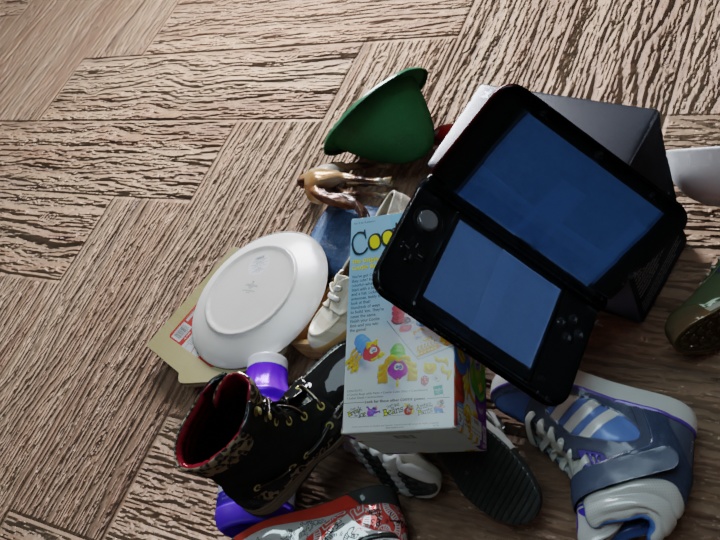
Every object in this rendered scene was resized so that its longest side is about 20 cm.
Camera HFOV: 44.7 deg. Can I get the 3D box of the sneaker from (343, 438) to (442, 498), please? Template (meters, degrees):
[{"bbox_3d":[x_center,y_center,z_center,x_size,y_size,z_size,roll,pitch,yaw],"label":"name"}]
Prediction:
[{"bbox_3d":[0.016,0.161,0.909,0.081,0.075,0.200,-42,46,-20],"label":"sneaker"}]

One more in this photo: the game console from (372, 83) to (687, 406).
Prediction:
[{"bbox_3d":[0.140,-0.016,0.716,0.173,0.200,0.119,-62,11,-29],"label":"game console"}]

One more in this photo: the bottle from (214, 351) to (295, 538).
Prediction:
[{"bbox_3d":[-0.108,0.186,0.949,0.083,0.065,0.201,-20,50,25],"label":"bottle"}]

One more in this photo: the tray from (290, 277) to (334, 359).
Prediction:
[{"bbox_3d":[0.006,0.053,0.970,0.200,0.037,0.099,-5,48,58],"label":"tray"}]

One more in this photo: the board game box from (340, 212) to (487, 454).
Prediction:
[{"bbox_3d":[0.053,0.057,0.799,0.105,0.103,0.201,-7,67,22],"label":"board game box"}]

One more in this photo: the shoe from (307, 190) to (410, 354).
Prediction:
[{"bbox_3d":[0.000,0.000,0.950,0.200,0.053,0.070,-53,24,-12],"label":"shoe"}]

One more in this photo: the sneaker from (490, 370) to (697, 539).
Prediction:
[{"bbox_3d":[0.193,0.173,0.789,0.199,0.081,0.147,9,55,28],"label":"sneaker"}]

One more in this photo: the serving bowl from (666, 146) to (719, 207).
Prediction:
[{"bbox_3d":[0.401,-0.092,0.849,0.199,0.200,0.066,0,98,29],"label":"serving bowl"}]

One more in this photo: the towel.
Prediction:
[{"bbox_3d":[0.024,-0.030,1.071,0.199,0.049,0.112,8,59,33],"label":"towel"}]

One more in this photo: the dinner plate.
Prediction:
[{"bbox_3d":[-0.130,0.028,1.075,0.200,0.024,0.201,-19,46,20],"label":"dinner plate"}]

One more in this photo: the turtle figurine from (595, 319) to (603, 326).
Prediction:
[{"bbox_3d":[0.157,0.037,0.886,0.200,0.101,0.150,-20,3,38],"label":"turtle figurine"}]

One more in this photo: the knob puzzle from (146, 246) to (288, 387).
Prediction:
[{"bbox_3d":[-0.152,0.070,1.096,0.219,0.030,0.220,-18,45,19],"label":"knob puzzle"}]

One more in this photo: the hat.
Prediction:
[{"bbox_3d":[0.074,-0.147,1.131,0.165,0.200,0.176,-31,80,-38],"label":"hat"}]

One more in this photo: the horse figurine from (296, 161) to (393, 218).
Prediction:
[{"bbox_3d":[-0.024,-0.110,1.116,0.132,0.050,0.200,-1,17,3],"label":"horse figurine"}]

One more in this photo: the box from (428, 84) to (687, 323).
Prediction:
[{"bbox_3d":[0.204,-0.069,0.898,0.200,0.199,0.123,18,64,38],"label":"box"}]

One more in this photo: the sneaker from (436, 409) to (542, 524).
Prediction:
[{"bbox_3d":[0.110,0.158,0.852,0.200,0.088,0.074,43,118,30],"label":"sneaker"}]

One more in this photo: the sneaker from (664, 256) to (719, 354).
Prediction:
[{"bbox_3d":[0.372,0.005,0.841,0.200,0.067,0.090,-24,45,2],"label":"sneaker"}]

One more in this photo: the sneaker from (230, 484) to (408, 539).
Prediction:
[{"bbox_3d":[-0.046,0.289,0.838,0.201,0.067,0.108,-23,44,7],"label":"sneaker"}]

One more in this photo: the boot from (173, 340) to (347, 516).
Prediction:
[{"bbox_3d":[-0.076,0.131,0.822,0.200,0.151,0.073,-49,55,-5],"label":"boot"}]
